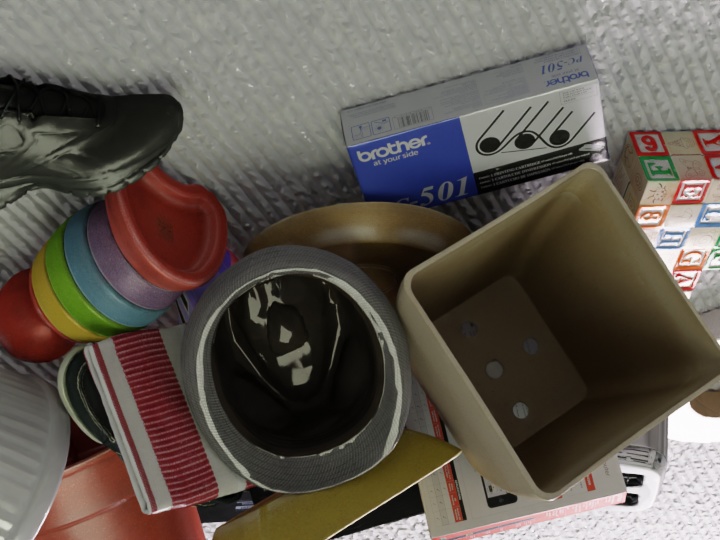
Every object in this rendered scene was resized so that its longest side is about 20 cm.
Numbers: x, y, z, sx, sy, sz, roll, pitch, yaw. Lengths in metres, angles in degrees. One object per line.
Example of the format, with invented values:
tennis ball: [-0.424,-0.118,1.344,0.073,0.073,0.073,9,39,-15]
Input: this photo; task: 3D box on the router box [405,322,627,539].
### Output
router box: [0.129,0.132,1.277,0.179,0.201,0.049,-13,159,3]

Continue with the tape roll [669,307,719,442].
tape roll: [0.382,0.107,1.441,0.202,0.037,0.203,-6,140,-5]

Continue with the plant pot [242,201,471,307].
plant pot: [0.000,0.000,1.188,0.199,0.028,0.200,-3,155,-1]

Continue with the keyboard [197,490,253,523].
keyboard: [-0.113,0.231,1.483,0.199,0.021,0.127,-2,145,-12]

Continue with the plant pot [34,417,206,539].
plant pot: [-0.226,0.232,1.255,0.200,0.201,0.196,-19,104,9]

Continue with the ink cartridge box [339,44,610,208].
ink cartridge box: [0.092,-0.106,1.110,0.199,0.044,0.094,-15,140,6]

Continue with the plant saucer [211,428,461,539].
plant saucer: [-0.037,0.197,1.193,0.199,0.049,0.200,-28,176,-27]

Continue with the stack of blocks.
stack of blocks: [0.270,-0.030,1.232,0.115,0.059,0.200,-2,139,-12]

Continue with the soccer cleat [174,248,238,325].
soccer cleat: [-0.135,0.058,1.227,0.066,0.077,0.200,0,139,-14]

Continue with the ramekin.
ramekin: [-0.329,0.158,1.113,0.202,0.203,0.094,-34,131,25]

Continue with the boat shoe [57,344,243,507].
boat shoe: [-0.163,0.132,1.138,0.066,0.075,0.200,8,142,45]

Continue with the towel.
towel: [-0.122,0.110,1.127,0.023,0.145,0.200,-33,165,37]

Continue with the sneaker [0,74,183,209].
sneaker: [-0.229,-0.101,1.023,0.199,0.076,0.091,-14,132,-2]

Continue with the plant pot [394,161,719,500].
plant pot: [0.138,0.065,1.152,0.200,0.200,0.177,-31,174,-21]

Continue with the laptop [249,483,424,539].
laptop: [-0.044,0.168,1.356,0.176,0.201,0.103,-17,179,8]

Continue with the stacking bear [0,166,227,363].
stacking bear: [-0.218,0.008,1.129,0.200,0.114,0.121,-31,137,29]

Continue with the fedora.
fedora: [-0.054,0.067,1.118,0.176,0.090,0.201,-24,110,-1]

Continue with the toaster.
toaster: [0.222,0.154,1.356,0.199,0.130,0.114,5,142,4]
